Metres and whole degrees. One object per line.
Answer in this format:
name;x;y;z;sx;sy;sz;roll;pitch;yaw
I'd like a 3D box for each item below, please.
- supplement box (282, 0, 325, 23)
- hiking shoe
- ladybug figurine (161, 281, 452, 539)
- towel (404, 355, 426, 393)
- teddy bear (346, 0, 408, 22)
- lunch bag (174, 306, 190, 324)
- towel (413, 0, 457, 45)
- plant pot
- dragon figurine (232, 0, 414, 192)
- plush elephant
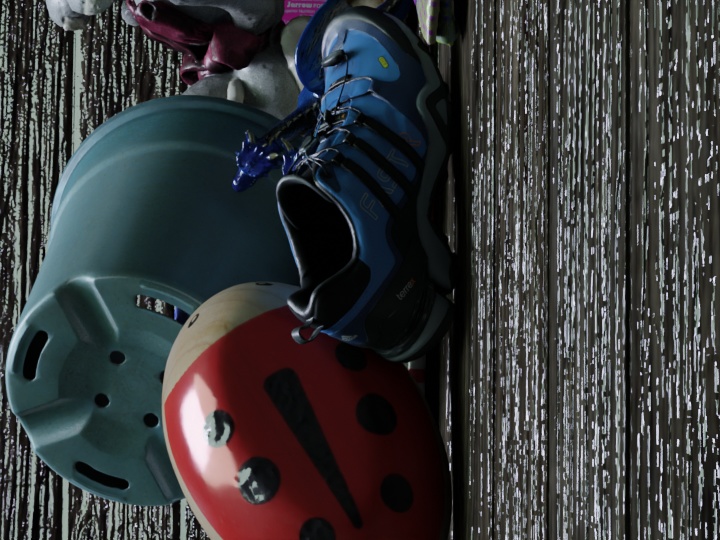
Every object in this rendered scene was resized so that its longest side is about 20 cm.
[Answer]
supplement box;-0.034;-0.224;1.754;0.101;0.103;0.201;161;112;-87
hiking shoe;-0.001;-0.054;1.199;0.074;0.086;0.201;-33;54;42
ladybug figurine;-0.028;0.087;1.201;0.200;0.135;0.072;55;169;22
towel;0.027;0.106;1.363;0.144;0.023;0.201;165;104;-85
teddy bear;0.004;-0.132;1.546;0.145;0.066;0.201;-114;29;-58
lunch bag;-0.054;0.088;1.612;0.200;0.150;0.095;111;160;-78
towel;0.039;-0.217;1.249;0.200;0.023;0.144;-99;11;-64
plant pot;-0.112;0.026;1.377;0.196;0.199;0.201;-69;-16;-62
dragon figurine;-0.003;-0.121;1.351;0.201;0.059;0.099;-59;-6;2
plush elephant;-0.090;-0.146;1.500;0.165;0.199;0.156;-1;110;70
